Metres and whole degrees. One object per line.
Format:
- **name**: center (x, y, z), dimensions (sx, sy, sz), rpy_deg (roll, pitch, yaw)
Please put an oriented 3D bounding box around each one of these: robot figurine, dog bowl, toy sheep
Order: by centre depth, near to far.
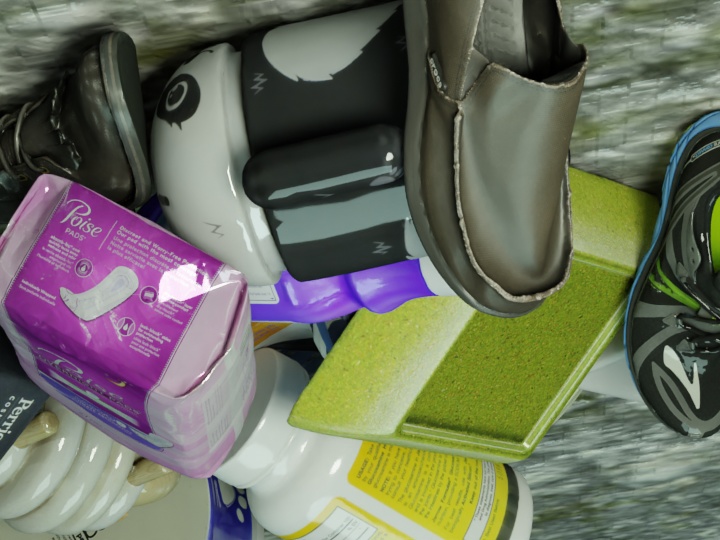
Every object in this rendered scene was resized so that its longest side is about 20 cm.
- **robot figurine**: center (-0.002, -0.064, 1.116), dimensions (0.198, 0.126, 0.150), rpy_deg (-12, 152, 7)
- **toy sheep**: center (-0.196, 0.100, 1.455), dimensions (0.199, 0.139, 0.137), rpy_deg (27, 142, -33)
- **dog bowl**: center (-0.169, 0.182, 1.565), dimensions (0.199, 0.202, 0.079), rpy_deg (-16, 156, 19)

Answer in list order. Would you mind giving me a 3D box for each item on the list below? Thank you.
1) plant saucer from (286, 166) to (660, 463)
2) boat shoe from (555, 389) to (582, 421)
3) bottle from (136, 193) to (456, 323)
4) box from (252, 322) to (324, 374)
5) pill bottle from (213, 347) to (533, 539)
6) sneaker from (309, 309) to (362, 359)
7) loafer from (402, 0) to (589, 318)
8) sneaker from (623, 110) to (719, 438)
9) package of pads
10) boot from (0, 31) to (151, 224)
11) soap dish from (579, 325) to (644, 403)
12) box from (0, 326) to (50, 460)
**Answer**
- **plant saucer**: center (0.082, 0.035, 1.344), dimensions (0.199, 0.048, 0.200), rpy_deg (14, 115, -51)
- **boat shoe**: center (0.073, 0.094, 1.547), dimensions (0.199, 0.072, 0.065), rpy_deg (-35, 171, 13)
- **bottle**: center (-0.030, -0.011, 1.223), dimensions (0.199, 0.084, 0.066), rpy_deg (1, 124, 34)
- **box**: center (-0.015, 0.046, 1.503), dimensions (0.199, 0.042, 0.119), rpy_deg (11, 151, -37)
- **pill bottle**: center (0.002, 0.132, 1.459), dimensions (0.199, 0.113, 0.112), rpy_deg (32, 141, -24)
- **sneaker**: center (0.000, 0.000, 1.340), dimensions (0.074, 0.082, 0.201), rpy_deg (-22, 141, -20)
- **loafer**: center (0.061, -0.073, 1.009), dimensions (0.073, 0.202, 0.071), rpy_deg (-20, -162, -32)
- **sneaker**: center (0.198, 0.011, 1.316), dimensions (0.070, 0.083, 0.201), rpy_deg (-1, 119, -15)
- **package of pads**: center (-0.113, 0.033, 1.150), dimensions (0.120, 0.076, 0.200), rpy_deg (28, 165, 6)
- **boot**: center (-0.194, -0.052, 1.145), dimensions (0.173, 0.070, 0.200), rpy_deg (-4, 159, -12)
- **soap dish**: center (0.224, 0.015, 1.459), dimensions (0.199, 0.082, 0.157), rpy_deg (-26, 153, 38)
- **box**: center (-0.309, 0.082, 1.263), dimensions (0.197, 0.118, 0.199), rpy_deg (-51, 144, 15)
